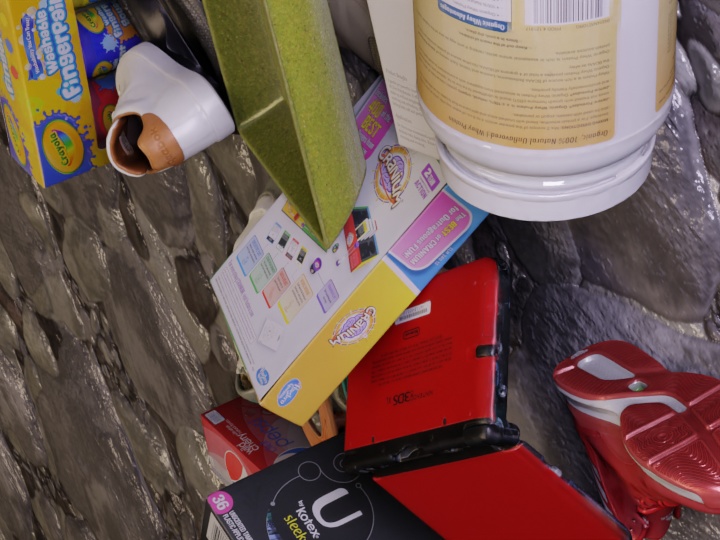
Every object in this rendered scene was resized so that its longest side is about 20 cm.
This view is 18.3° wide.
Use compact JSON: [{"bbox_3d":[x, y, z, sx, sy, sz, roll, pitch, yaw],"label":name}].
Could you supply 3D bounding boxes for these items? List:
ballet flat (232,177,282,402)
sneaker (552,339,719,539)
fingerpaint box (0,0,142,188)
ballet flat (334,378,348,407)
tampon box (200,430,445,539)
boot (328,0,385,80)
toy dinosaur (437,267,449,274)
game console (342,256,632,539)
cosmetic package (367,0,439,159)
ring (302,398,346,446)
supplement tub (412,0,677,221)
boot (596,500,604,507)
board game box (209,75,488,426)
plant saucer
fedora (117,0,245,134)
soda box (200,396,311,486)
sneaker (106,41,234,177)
[{"bbox_3d":[-0.069,0.004,1.725,0.067,0.064,0.201,-5,83,59],"label":"ballet flat"},{"bbox_3d":[0.195,0.124,1.365,0.116,0.078,0.200,69,171,-26],"label":"sneaker"},{"bbox_3d":[-0.215,-0.191,1.816,0.073,0.167,0.200,40,145,46],"label":"fingerpaint box"},{"bbox_3d":[-0.014,0.022,1.713,0.062,0.067,0.200,-120,21,-49],"label":"ballet flat"},{"bbox_3d":[-0.002,0.217,1.692,0.150,0.200,0.126,53,153,25],"label":"tampon box"},{"bbox_3d":[0.001,-0.213,1.447,0.155,0.073,0.200,44,150,44],"label":"boot"},{"bbox_3d":[0.000,0.000,1.606,0.135,0.086,0.200,11,124,51],"label":"toy dinosaur"},{"bbox_3d":[0.082,0.096,1.458,0.200,0.118,0.173,-22,62,60],"label":"game console"},{"bbox_3d":[0.061,-0.169,1.345,0.108,0.085,0.200,28,135,55],"label":"cosmetic package"},{"bbox_3d":[-0.049,0.074,1.850,0.200,0.019,0.201,161,90,-79],"label":"ring"},{"bbox_3d":[0.100,-0.142,1.210,0.145,0.144,0.200,43,147,43],"label":"supplement tub"},{"bbox_3d":[0.161,0.264,1.552,0.165,0.066,0.200,158,92,-75],"label":"boot"},{"bbox_3d":[-0.010,-0.017,1.489,0.040,0.200,0.153,30,-160,-32],"label":"board game box"},{"bbox_3d":[-0.054,-0.144,1.479,0.200,0.048,0.200,-127,19,-56],"label":"plant saucer"},{"bbox_3d":[-0.110,-0.202,1.659,0.201,0.092,0.201,48,164,19],"label":"fedora"},{"bbox_3d":[-0.065,0.184,1.972,0.200,0.063,0.070,36,142,51],"label":"soda box"},{"bbox_3d":[-0.164,-0.117,1.664,0.073,0.085,0.200,57,169,-19],"label":"sneaker"}]
